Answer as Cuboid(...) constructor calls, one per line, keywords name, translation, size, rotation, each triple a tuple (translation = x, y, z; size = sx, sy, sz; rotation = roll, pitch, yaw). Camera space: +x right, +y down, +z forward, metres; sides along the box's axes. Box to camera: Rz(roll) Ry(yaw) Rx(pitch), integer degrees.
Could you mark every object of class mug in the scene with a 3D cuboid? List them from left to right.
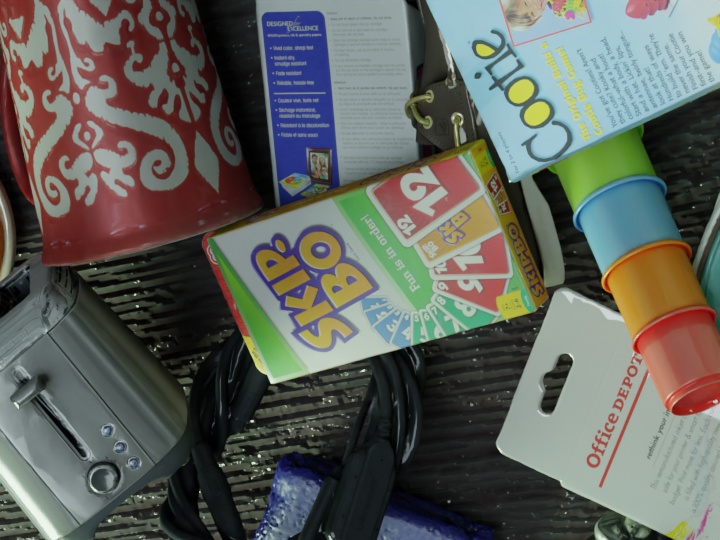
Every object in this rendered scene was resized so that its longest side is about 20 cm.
Cuboid(name="mug", translation=(-0.165, -0.112, 1.161), size=(0.177, 0.133, 0.201), rotation=(-10, 100, 23))

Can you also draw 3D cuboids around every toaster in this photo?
Cuboid(name="toaster", translation=(-0.179, 0.070, 1.191), size=(0.113, 0.200, 0.129), rotation=(-38, 105, 1))

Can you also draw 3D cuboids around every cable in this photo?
Cuboid(name="cable", translation=(-0.042, 0.100, 1.192), size=(0.163, 0.051, 0.201), rotation=(6, 75, 39))

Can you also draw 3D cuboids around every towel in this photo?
Cuboid(name="towel", translation=(-0.009, 0.220, 1.254), size=(0.147, 0.050, 0.201), rotation=(21, 113, 7))

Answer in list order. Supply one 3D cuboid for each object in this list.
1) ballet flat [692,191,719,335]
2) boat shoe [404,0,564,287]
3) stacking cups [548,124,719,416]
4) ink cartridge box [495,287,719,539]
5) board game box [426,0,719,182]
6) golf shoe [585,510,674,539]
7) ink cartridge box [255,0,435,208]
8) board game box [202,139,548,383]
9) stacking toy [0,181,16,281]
Cuboid(name="ballet flat", translation=(0.223, -0.052, 1.056), size=(0.069, 0.069, 0.201), rotation=(20, 106, 15))
Cuboid(name="boat shoe", translation=(0.059, -0.078, 1.106), size=(0.059, 0.072, 0.201), rotation=(-18, 106, -1))
Cuboid(name="stacking cups", translation=(0.142, -0.017, 1.052), size=(0.060, 0.060, 0.201), rotation=(-31, 62, 27))
Cuboid(name="ink cartridge box", translation=(0.190, 0.087, 1.114), size=(0.199, 0.068, 0.116), rotation=(25, 114, 12))
Cuboid(name="board game box", translation=(0.150, -0.136, 0.968), size=(0.199, 0.103, 0.105), rotation=(-24, 95, 20))
Cuboid(name="golf shoe", translation=(0.213, 0.212, 1.156), size=(0.199, 0.077, 0.088), rotation=(31, 143, 6))
Cuboid(name="ink cartridge box", translation=(-0.007, -0.091, 1.155), size=(0.094, 0.037, 0.201), rotation=(2, 110, 22))
Cuboid(name="board game box", translation=(0.000, 0.000, 1.117), size=(0.199, 0.030, 0.096), rotation=(-16, 103, 34))
Cuboid(name="stacking toy", translation=(-0.317, -0.005, 1.216), size=(0.145, 0.200, 0.147), rotation=(7, 109, 20))
